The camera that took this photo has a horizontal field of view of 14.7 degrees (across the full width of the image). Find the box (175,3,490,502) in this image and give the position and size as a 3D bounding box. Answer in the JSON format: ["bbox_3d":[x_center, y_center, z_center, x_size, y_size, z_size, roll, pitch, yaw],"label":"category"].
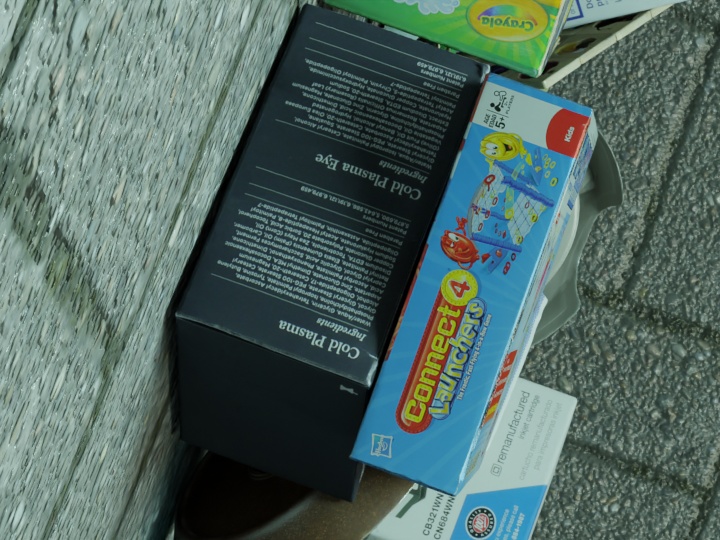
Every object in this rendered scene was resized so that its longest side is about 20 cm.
[{"bbox_3d":[-0.016,-0.005,1.440,0.200,0.104,0.182,97,13,-68],"label":"box"}]

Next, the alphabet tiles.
[{"bbox_3d":[0.112,-0.151,1.670,0.200,0.167,0.008,-34,114,-36],"label":"alphabet tiles"}]

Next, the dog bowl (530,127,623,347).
[{"bbox_3d":[0.069,-0.037,1.810,0.059,0.200,0.200,54,-49,55],"label":"dog bowl"}]

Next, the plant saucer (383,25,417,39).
[{"bbox_3d":[0.055,-0.190,1.840,0.201,0.039,0.201,20,90,-84],"label":"plant saucer"}]

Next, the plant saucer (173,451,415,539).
[{"bbox_3d":[-0.034,0.109,1.582,0.200,0.035,0.200,-34,-158,16],"label":"plant saucer"}]

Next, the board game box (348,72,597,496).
[{"bbox_3d":[0.061,0.007,1.410,0.200,0.056,0.196,11,99,-85],"label":"board game box"}]

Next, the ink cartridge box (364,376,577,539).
[{"bbox_3d":[0.018,0.124,1.767,0.084,0.200,0.146,100,11,-58],"label":"ink cartridge box"}]

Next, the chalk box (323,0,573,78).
[{"bbox_3d":[0.061,-0.183,1.482,0.124,0.124,0.200,-57,167,-73],"label":"chalk box"}]

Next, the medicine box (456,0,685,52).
[{"bbox_3d":[0.147,-0.226,1.674,0.182,0.200,0.103,-60,135,-62],"label":"medicine box"}]

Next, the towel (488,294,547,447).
[{"bbox_3d":[0.033,0.005,1.712,0.024,0.200,0.147,-17,-141,43],"label":"towel"}]
